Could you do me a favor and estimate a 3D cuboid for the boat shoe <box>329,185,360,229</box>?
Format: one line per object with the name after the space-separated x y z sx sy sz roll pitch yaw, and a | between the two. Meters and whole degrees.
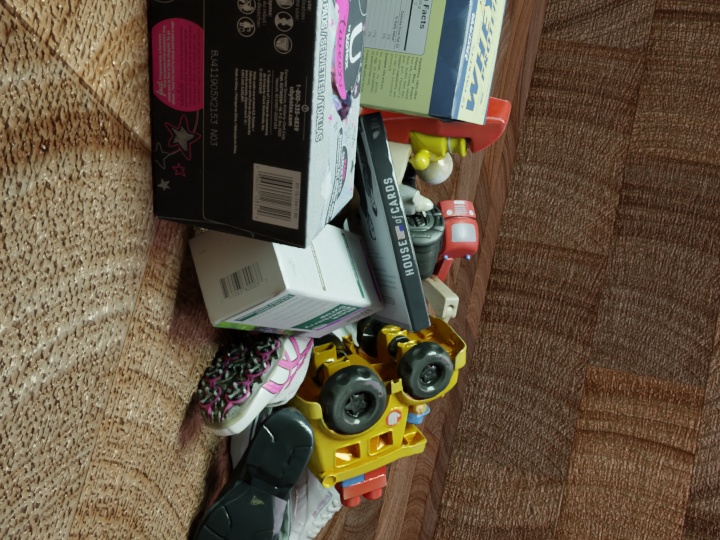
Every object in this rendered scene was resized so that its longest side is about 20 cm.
-0.054 -0.046 1.057 0.070 0.070 0.200 -39 170 -16 | boat shoe

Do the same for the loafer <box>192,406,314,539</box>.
-0.104 0.225 1.022 0.200 0.073 0.072 -58 -177 2 | loafer

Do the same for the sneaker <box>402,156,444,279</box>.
0.042 -0.067 1.235 0.200 0.076 0.091 -108 -167 -48 | sneaker

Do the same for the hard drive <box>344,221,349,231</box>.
0.004 -0.021 1.289 0.200 0.025 0.132 41 56 -54 | hard drive

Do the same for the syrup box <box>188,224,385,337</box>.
-0.059 0.006 0.931 0.200 0.079 0.082 16 53 -64 | syrup box

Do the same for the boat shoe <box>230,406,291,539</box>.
-0.093 0.201 1.098 0.072 0.071 0.201 -55 152 -61 | boat shoe

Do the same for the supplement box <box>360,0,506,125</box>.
0.014 -0.214 0.940 0.200 0.199 0.135 -24 124 -74 | supplement box

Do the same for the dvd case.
0.014 -0.046 1.005 0.150 0.025 0.201 -168 -117 -76 | dvd case

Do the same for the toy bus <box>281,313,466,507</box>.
0.014 0.157 1.144 0.136 0.199 0.193 36 -41 58 | toy bus

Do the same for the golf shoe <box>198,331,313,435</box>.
-0.086 0.100 0.996 0.092 0.072 0.200 69 27 -24 | golf shoe

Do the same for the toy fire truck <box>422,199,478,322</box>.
0.090 0.016 1.274 0.200 0.049 0.142 132 -48 -58 | toy fire truck

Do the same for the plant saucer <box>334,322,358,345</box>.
-0.023 0.110 1.283 0.200 0.050 0.201 47 36 -49 | plant saucer

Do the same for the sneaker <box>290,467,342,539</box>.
-0.056 0.280 1.260 0.075 0.099 0.201 49 54 -76 | sneaker

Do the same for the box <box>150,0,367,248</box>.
-0.072 -0.138 0.783 0.115 0.132 0.201 -54 152 -58 | box

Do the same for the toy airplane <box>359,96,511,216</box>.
0.052 -0.149 1.174 0.200 0.199 0.141 -38 131 -4 | toy airplane
